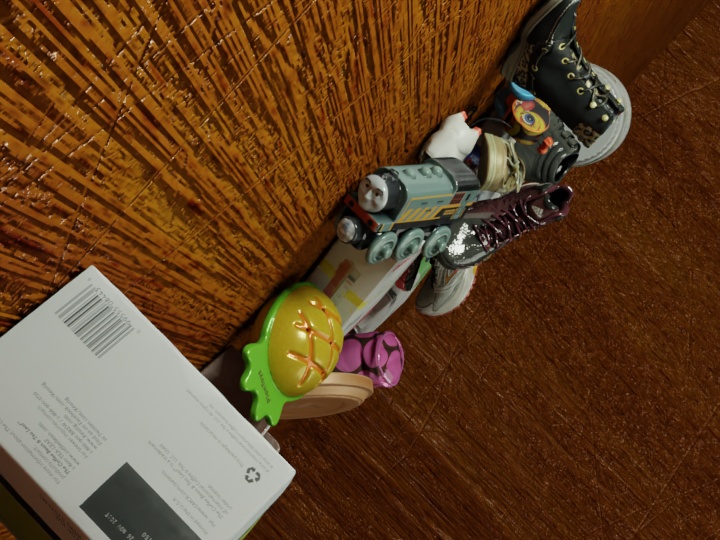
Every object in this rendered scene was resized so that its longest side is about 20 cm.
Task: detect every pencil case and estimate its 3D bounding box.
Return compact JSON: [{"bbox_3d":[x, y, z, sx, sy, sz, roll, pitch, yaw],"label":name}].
[{"bbox_3d":[-0.038,0.145,1.839,0.198,0.091,0.094,-11,-148,20],"label":"pencil case"}]

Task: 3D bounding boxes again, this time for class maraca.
[{"bbox_3d":[-0.088,0.099,1.510,0.106,0.138,0.200,-1,-147,32],"label":"maraca"}]

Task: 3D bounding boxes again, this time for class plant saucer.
[{"bbox_3d":[-0.080,0.178,1.734,0.198,0.033,0.200,-5,165,-1],"label":"plant saucer"}]

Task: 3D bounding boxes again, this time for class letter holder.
[{"bbox_3d":[-0.189,0.217,1.514,0.200,0.142,0.101,-41,172,-36],"label":"letter holder"}]

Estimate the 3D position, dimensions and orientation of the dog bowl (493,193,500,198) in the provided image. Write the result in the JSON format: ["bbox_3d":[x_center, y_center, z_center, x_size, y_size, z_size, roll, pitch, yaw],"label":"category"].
[{"bbox_3d":[0.208,-0.141,2.111,0.200,0.079,0.200,-44,173,-6],"label":"dog bowl"}]

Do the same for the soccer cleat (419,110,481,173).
[{"bbox_3d":[0.105,-0.136,1.584,0.077,0.069,0.200,-39,165,-12],"label":"soccer cleat"}]

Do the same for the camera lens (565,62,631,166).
[{"bbox_3d":[0.340,-0.245,1.945,0.160,0.160,0.200,-47,173,16],"label":"camera lens"}]

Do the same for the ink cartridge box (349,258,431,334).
[{"bbox_3d":[0.009,0.044,1.960,0.200,0.084,0.146,-41,171,-36],"label":"ink cartridge box"}]

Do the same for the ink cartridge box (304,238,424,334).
[{"bbox_3d":[0.000,0.000,1.637,0.200,0.083,0.145,-50,173,34],"label":"ink cartridge box"}]

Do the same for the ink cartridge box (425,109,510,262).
[{"bbox_3d":[0.170,-0.124,1.812,0.200,0.040,0.201,-51,161,-32],"label":"ink cartridge box"}]

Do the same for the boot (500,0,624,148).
[{"bbox_3d":[0.258,-0.243,1.466,0.073,0.154,0.204,-42,173,-23],"label":"boot"}]

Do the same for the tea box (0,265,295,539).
[{"bbox_3d":[-0.176,0.140,0.872,0.134,0.200,0.197,-42,174,-29],"label":"tea box"}]

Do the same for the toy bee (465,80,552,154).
[{"bbox_3d":[0.226,-0.211,1.676,0.200,0.109,0.131,-45,175,-9],"label":"toy bee"}]

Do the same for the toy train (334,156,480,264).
[{"bbox_3d":[0.054,-0.075,1.443,0.199,0.085,0.114,-8,135,-50],"label":"toy train"}]

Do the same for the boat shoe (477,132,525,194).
[{"bbox_3d":[0.182,-0.135,1.589,0.200,0.062,0.074,-42,140,-81],"label":"boat shoe"}]

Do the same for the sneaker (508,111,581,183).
[{"bbox_3d":[0.278,-0.210,1.758,0.201,0.099,0.071,-67,158,-1],"label":"sneaker"}]

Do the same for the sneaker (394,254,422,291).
[{"bbox_3d":[0.057,-0.049,1.804,0.200,0.082,0.078,-62,166,-58],"label":"sneaker"}]

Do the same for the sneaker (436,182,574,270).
[{"bbox_3d":[0.193,-0.069,1.597,0.199,0.076,0.115,-31,-173,-25],"label":"sneaker"}]

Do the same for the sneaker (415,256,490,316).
[{"bbox_3d":[0.122,-0.020,1.728,0.201,0.082,0.078,-62,-150,33],"label":"sneaker"}]
